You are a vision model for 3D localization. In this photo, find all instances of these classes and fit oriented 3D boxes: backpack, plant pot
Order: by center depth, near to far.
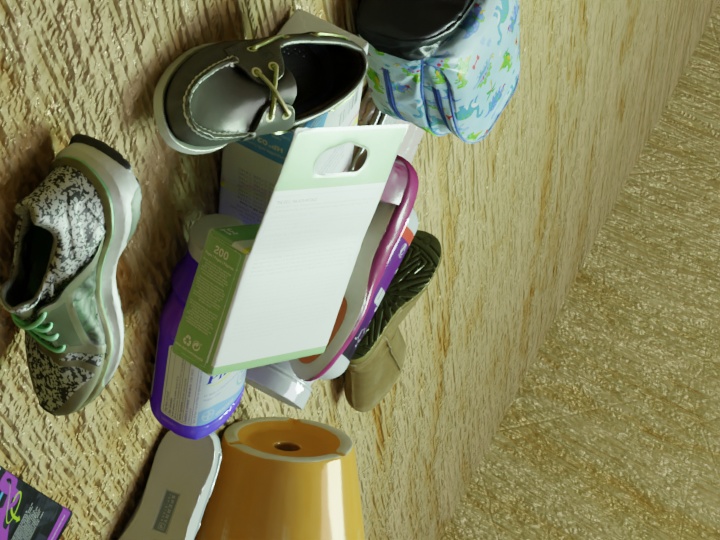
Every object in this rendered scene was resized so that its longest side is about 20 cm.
[{"bbox_3d":[0.068,-0.199,1.800,0.164,0.153,0.200,-62,176,-26],"label":"backpack"},{"bbox_3d":[-0.076,0.244,1.970,0.200,0.199,0.185,-32,129,-67],"label":"plant pot"}]

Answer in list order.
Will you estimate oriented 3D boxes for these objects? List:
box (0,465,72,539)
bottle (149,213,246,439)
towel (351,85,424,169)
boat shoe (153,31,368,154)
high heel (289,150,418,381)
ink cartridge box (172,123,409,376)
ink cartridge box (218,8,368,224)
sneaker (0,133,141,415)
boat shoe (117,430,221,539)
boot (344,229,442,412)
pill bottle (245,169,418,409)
[{"bbox_3d":[-0.267,0.208,1.433,0.144,0.036,0.200,-63,168,-11],"label":"box"},{"bbox_3d":[-0.120,0.043,1.636,0.084,0.065,0.201,-45,158,-42],"label":"bottle"},{"bbox_3d":[0.009,-0.091,1.982,0.201,0.032,0.191,-65,168,3],"label":"towel"},{"bbox_3d":[-0.067,-0.129,1.448,0.201,0.060,0.073,-27,109,-54],"label":"boat shoe"},{"bbox_3d":[0.000,0.000,1.726,0.201,0.067,0.096,-66,159,1],"label":"high heel"},{"bbox_3d":[-0.052,-0.025,1.551,0.145,0.048,0.201,-8,122,-54],"label":"ink cartridge box"},{"bbox_3d":[-0.056,-0.090,1.637,0.115,0.067,0.201,-55,164,-35],"label":"ink cartridge box"},{"bbox_3d":[-0.198,0.013,1.298,0.088,0.077,0.201,-31,141,-45],"label":"sneaker"},{"bbox_3d":[-0.172,0.225,1.793,0.069,0.071,0.202,29,77,-77],"label":"boat shoe"},{"bbox_3d":[0.030,0.056,2.284,0.175,0.066,0.200,-50,164,-10],"label":"boot"},{"bbox_3d":[-0.038,0.014,1.808,0.201,0.112,0.112,-63,167,-8],"label":"pill bottle"}]
